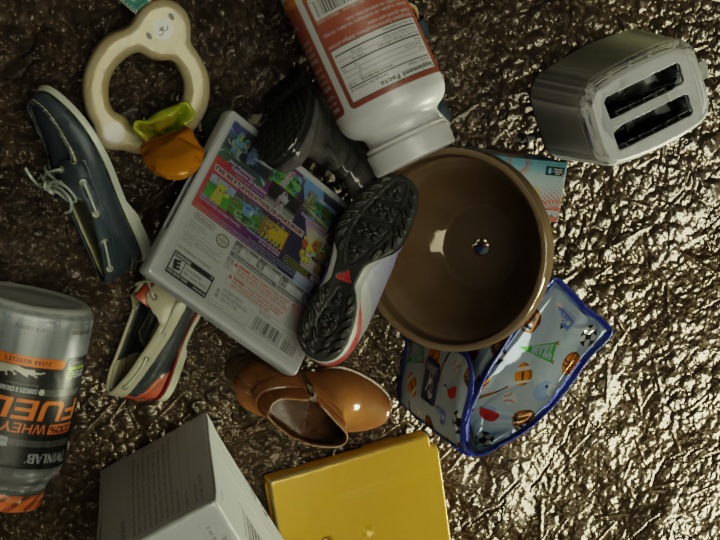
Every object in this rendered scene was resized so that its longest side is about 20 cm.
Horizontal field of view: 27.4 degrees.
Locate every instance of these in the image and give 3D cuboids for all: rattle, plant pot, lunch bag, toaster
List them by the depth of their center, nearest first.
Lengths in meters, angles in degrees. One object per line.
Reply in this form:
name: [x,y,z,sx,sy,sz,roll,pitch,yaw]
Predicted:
rattle: [-0.196,-0.201,1.390,0.129,0.143,0.201,10,104,-4]
plant pot: [0.107,-0.021,1.483,0.093,0.200,0.202,-3,106,-64]
lunch bag: [0.135,0.089,1.560,0.124,0.170,0.200,39,86,-26]
toaster: [0.274,-0.182,1.583,0.199,0.129,0.114,-25,108,-15]

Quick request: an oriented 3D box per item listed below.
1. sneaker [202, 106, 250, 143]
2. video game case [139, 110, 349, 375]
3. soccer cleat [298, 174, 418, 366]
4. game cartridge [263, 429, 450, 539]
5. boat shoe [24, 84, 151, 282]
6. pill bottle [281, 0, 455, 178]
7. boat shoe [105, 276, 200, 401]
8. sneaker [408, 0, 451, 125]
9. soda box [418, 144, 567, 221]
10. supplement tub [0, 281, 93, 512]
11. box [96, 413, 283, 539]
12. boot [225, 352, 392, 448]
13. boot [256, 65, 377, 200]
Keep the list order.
sneaker: [-0.118,-0.062,1.471,0.090,0.066,0.201,-40,118,-42]
video game case: [-0.099,-0.025,1.436,0.200,0.023,0.183,38,68,-32]
soccer cleat: [0.000,0.000,1.454,0.068,0.073,0.201,23,84,13]
game cartridge: [0.001,0.282,1.626,0.199,0.032,0.177,-14,106,-21]
boat shoe: [-0.271,-0.081,1.419,0.062,0.075,0.201,-37,121,-23]
pill bottle: [0.012,-0.196,1.406,0.112,0.112,0.201,-25,92,-15]
boat shoe: [-0.199,0.037,1.466,0.062,0.071,0.201,10,105,-38]
sneaker: [0.041,-0.228,1.508,0.079,0.078,0.200,-44,112,-2]
soda box: [0.117,-0.096,1.573,0.199,0.064,0.069,4,101,-23]
supplement tub: [-0.331,0.120,1.407,0.122,0.122,0.201,10,98,-23]
box: [-0.156,0.285,1.457,0.130,0.200,0.200,-28,111,1]
boot: [-0.036,0.145,1.512,0.199,0.155,0.074,13,97,-23]
boot: [-0.032,-0.117,1.441,0.070,0.200,0.132,-36,111,19]
